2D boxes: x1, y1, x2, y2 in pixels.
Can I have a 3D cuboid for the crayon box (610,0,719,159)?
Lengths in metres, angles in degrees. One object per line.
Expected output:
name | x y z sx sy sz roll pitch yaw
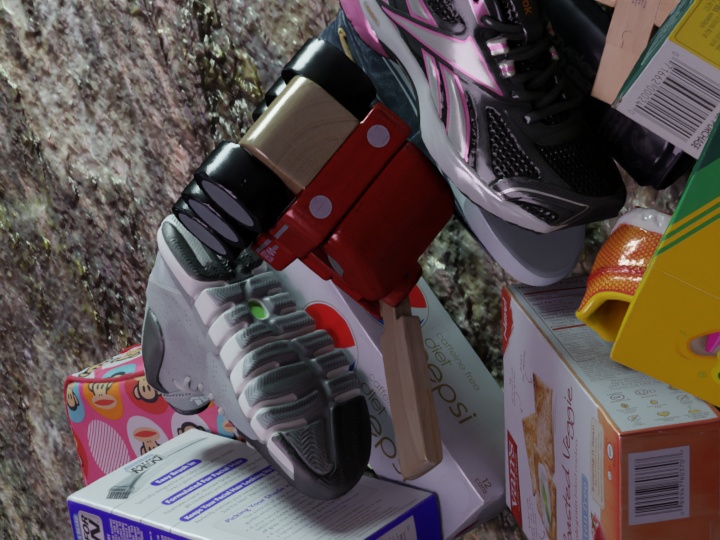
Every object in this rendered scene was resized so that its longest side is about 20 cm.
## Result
crayon box | 0.222 -0.062 0.894 0.200 0.051 0.127 32 153 0

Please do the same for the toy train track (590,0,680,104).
toy train track | 0.177 -0.119 1.000 0.200 0.033 0.115 29 118 29

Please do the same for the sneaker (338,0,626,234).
sneaker | 0.064 -0.109 1.036 0.200 0.080 0.086 51 138 15

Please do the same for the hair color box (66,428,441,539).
hair color box | -0.063 0.157 1.213 0.200 0.109 0.065 13 118 40

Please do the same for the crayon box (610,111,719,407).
crayon box | 0.224 0.002 0.838 0.200 0.058 0.173 24 130 7

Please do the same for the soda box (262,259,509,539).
soda box | 0.021 0.058 1.219 0.200 0.064 0.068 55 138 13

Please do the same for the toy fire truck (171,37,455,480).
toy fire truck | 0.000 0.000 1.111 0.200 0.129 0.176 40 167 -4

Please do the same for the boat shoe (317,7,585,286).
boat shoe | 0.047 -0.070 1.139 0.200 0.071 0.091 62 148 11

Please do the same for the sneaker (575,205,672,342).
sneaker | 0.190 0.026 0.969 0.200 0.073 0.077 12 72 47

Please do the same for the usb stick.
usb stick | 0.101 -0.125 1.077 0.200 0.033 0.055 49 129 21

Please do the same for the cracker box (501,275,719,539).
cracker box | 0.124 0.099 1.058 0.200 0.058 0.134 -121 26 -67

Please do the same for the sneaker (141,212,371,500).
sneaker | -0.069 0.069 1.223 0.200 0.075 0.116 60 141 25

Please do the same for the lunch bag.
lunch bag | -0.103 0.134 1.373 0.200 0.082 0.177 -8 102 48
